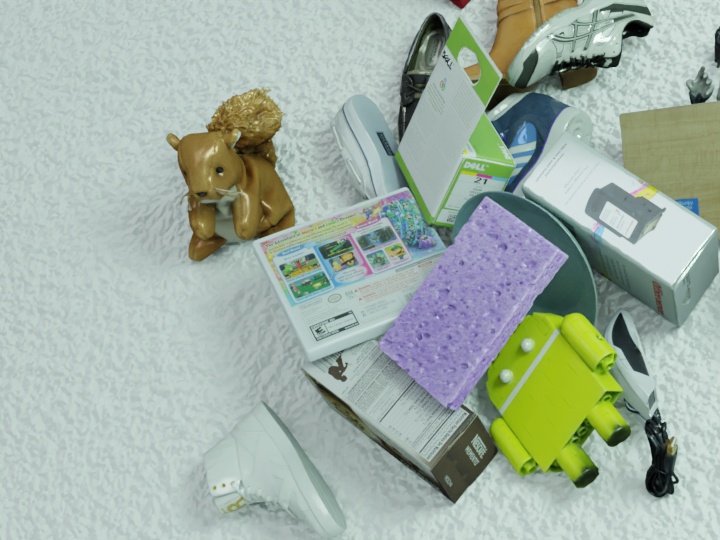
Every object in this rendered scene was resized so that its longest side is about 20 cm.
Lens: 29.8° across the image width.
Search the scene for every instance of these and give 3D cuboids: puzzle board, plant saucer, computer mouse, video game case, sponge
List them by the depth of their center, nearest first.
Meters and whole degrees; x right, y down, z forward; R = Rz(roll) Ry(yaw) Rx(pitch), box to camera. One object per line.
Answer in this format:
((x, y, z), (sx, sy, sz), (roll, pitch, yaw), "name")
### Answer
((0.115, 0.033, 1.415), (0.111, 0.030, 0.200), (38, 96, 33), "sponge")
((0.287, 0.131, 1.426), (0.044, 0.110, 0.201), (-15, 51, 3), "computer mouse")
((0.188, -0.004, 1.486), (0.201, 0.202, 0.039), (33, 49, 31), "plant saucer")
((0.388, -0.110, 1.498), (0.199, 0.017, 0.152), (-4, 92, 32), "puzzle board")
((0.000, 0.000, 1.526), (0.199, 0.024, 0.182), (-20, 49, -12), "video game case")

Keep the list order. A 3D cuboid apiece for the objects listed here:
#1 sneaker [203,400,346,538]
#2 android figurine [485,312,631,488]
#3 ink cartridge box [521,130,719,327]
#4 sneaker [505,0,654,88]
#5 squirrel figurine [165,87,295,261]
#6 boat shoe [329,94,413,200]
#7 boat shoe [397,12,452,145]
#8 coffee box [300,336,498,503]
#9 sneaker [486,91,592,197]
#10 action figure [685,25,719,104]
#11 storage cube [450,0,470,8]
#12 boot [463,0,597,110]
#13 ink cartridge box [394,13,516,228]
((-0.103, 0.251, 1.518), (0.115, 0.074, 0.200), (-40, 48, -1), "sneaker")
((0.201, 0.127, 1.440), (0.200, 0.041, 0.182), (55, 126, 35), "android figurine")
((0.284, -0.043, 1.465), (0.200, 0.146, 0.083), (36, 84, 23), "ink cartridge box")
((0.264, -0.267, 1.599), (0.200, 0.076, 0.088), (-37, 82, -12), "sneaker")
((-0.166, -0.131, 1.667), (0.141, 0.187, 0.201), (0, 64, 20), "squirrel figurine")
((0.019, -0.120, 1.672), (0.065, 0.073, 0.201), (-40, 59, 36), "boat shoe")
((0.081, -0.233, 1.702), (0.071, 0.065, 0.201), (4, 66, 20), "boat shoe")
((0.043, 0.154, 1.486), (0.200, 0.113, 0.080), (35, 77, 30), "coffee box")
((0.178, -0.119, 1.612), (0.146, 0.080, 0.201), (24, 85, 46), "sneaker")
((0.424, -0.192, 1.536), (0.118, 0.102, 0.201), (12, 66, 12), "action figure")
((0.117, -0.488, 1.756), (0.171, 0.180, 0.200), (-42, 57, -5), "storage cube")
((0.186, -0.290, 1.680), (0.199, 0.077, 0.156), (-15, 66, 6), "boot")
((0.126, -0.167, 1.558), (0.201, 0.075, 0.148), (-65, 30, 31), "ink cartridge box")
